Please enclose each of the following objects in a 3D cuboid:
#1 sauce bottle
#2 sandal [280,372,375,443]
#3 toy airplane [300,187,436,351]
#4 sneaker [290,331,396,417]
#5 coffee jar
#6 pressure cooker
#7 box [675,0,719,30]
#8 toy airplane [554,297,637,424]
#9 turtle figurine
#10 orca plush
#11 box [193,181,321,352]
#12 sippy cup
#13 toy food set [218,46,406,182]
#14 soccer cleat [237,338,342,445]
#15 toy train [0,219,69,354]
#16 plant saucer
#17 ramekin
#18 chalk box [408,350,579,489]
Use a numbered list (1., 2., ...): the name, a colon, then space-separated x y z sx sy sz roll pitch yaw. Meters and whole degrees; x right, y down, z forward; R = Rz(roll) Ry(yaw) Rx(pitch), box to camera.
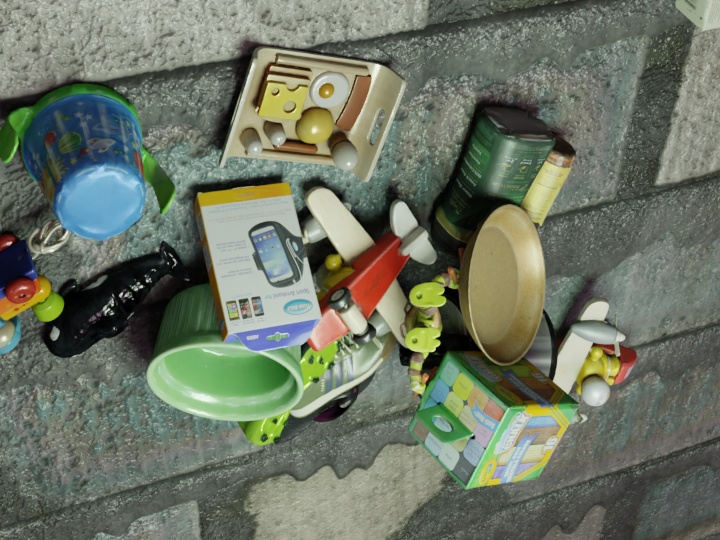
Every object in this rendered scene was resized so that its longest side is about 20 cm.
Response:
1. sauce bottle: 0.225 -0.089 1.531 0.065 0.066 0.202 4 128 -30
2. sandal: -0.051 0.196 1.643 0.199 0.048 0.075 -38 135 8
3. toy airplane: 0.000 0.000 1.449 0.197 0.140 0.204 2 90 -40
4. sneaker: -0.045 0.126 1.570 0.199 0.068 0.090 -38 139 10
5. coffee jar: 0.168 -0.108 1.466 0.103 0.086 0.202 -2 128 -36
6. pressure cooker: 0.159 0.116 1.591 0.197 0.180 0.178 3 130 -30
7. box: 0.505 -0.372 1.426 0.197 0.069 0.083 -14 134 -17
8. toy airplane: 0.329 0.150 1.736 0.198 0.142 0.200 -34 136 5
9. turtle figurine: 0.084 0.054 1.394 0.161 0.063 0.203 51 59 -80
10. orca plush: -0.297 0.056 1.376 0.197 0.071 0.106 -24 135 -7
11. box: -0.121 0.000 1.337 0.117 0.203 0.041 -8 164 -21
12. sippy cup: -0.288 -0.107 1.199 0.175 0.131 0.141 -14 133 -15
13. toy food set: -0.057 -0.174 1.310 0.197 0.061 0.145 2 127 -30
14. soccer cleat: -0.100 0.141 1.514 0.201 0.081 0.067 -54 144 4
15. toy train: -0.377 0.017 1.300 0.198 0.085 0.116 -30 146 -1
16. plant saucer: 0.175 0.018 1.433 0.199 0.035 0.204 -3 94 -54
17. ramekin: -0.166 0.101 1.420 0.196 0.099 0.201 2 146 1
18. chalk box: 0.153 0.183 1.406 0.198 0.124 0.125 5 118 -47
